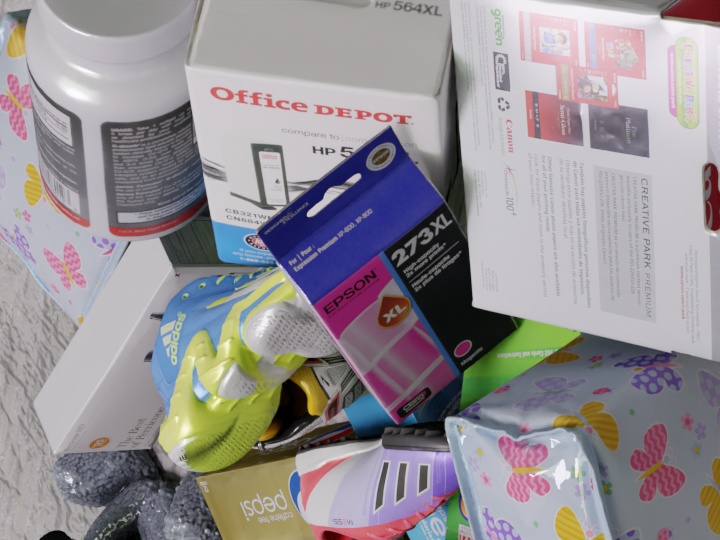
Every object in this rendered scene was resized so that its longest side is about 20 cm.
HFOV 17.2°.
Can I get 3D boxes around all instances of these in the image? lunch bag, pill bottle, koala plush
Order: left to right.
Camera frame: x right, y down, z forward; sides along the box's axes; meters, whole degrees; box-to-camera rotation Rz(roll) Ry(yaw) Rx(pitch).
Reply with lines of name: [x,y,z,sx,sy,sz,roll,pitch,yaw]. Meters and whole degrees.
lunch bag: [-0.187,-0.068,1.640,0.170,0.127,0.200,46,132,18]
koala plush: [-0.198,0.249,1.792,0.177,0.200,0.184,17,124,43]
pill bottle: [-0.140,-0.115,1.420,0.116,0.116,0.200,45,156,22]
lunch bag: [0.151,0.143,1.341,0.127,0.170,0.200,1,114,46]

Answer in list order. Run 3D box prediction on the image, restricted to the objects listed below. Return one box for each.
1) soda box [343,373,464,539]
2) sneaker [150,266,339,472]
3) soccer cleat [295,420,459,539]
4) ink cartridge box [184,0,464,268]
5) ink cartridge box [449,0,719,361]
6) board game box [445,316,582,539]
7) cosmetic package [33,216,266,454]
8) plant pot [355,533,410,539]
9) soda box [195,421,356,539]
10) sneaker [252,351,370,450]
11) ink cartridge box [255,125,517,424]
soda box: [0.068,0.148,1.530,0.068,0.064,0.200,-28,90,53]
sneaker: [-0.066,0.022,1.412,0.200,0.076,0.105,-48,50,22]
soccer cleat: [0.027,0.132,1.450,0.200,0.068,0.073,-17,78,56]
ink cartridge box: [-0.016,-0.082,1.370,0.146,0.084,0.200,7,149,9]
ink cartridge box: [0.147,-0.066,1.282,0.176,0.084,0.200,14,123,33]
board game box: [0.101,0.087,1.433,0.096,0.030,0.200,15,100,44]
cosmetic package: [-0.142,0.046,1.606,0.200,0.083,0.051,-55,47,38]
plant pot: [0.013,0.277,1.591,0.200,0.200,0.193,-7,95,51]
soda box: [-0.027,0.146,1.637,0.200,0.068,0.064,-18,98,53]
sneaker: [-0.066,0.075,1.512,0.200,0.082,0.078,-28,96,51]
ink cartridge box: [0.019,0.006,1.344,0.037,0.095,0.200,49,176,37]
